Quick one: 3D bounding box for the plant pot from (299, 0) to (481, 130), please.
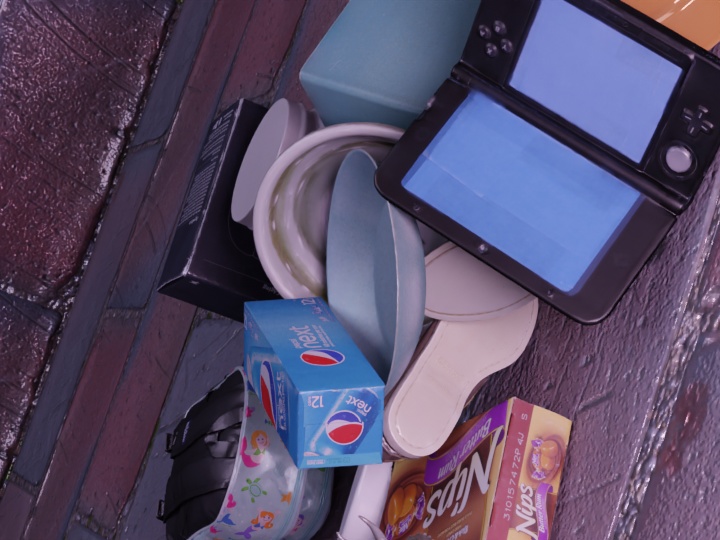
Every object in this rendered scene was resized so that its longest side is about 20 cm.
[{"bbox_3d":[0.084,-0.144,1.420,0.200,0.141,0.141,22,68,32],"label":"plant pot"}]

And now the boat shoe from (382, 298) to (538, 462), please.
[{"bbox_3d":[0.070,0.075,1.365,0.200,0.072,0.060,-51,11,-33],"label":"boat shoe"}]

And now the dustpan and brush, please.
[{"bbox_3d":[0.008,0.238,1.468,0.140,0.057,0.200,108,178,-70],"label":"dustpan and brush"}]

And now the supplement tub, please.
[{"bbox_3d":[-0.005,-0.067,1.608,0.145,0.200,0.145,-55,22,36],"label":"supplement tub"}]

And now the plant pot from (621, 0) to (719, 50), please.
[{"bbox_3d":[0.187,-0.251,1.261,0.200,0.140,0.200,-32,34,24],"label":"plant pot"}]

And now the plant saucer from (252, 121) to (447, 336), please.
[{"bbox_3d":[0.012,-0.037,1.428,0.200,0.200,0.050,-58,4,29],"label":"plant saucer"}]

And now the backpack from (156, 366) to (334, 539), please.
[{"bbox_3d":[-0.105,0.190,1.686,0.200,0.150,0.178,129,151,-61],"label":"backpack"}]

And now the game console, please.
[{"bbox_3d":[0.134,-0.096,1.198,0.116,0.200,0.176,-41,-22,-45],"label":"game console"}]

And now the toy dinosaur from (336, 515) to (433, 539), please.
[{"bbox_3d":[0.048,0.260,1.273,0.200,0.077,0.102,77,169,-53],"label":"toy dinosaur"}]

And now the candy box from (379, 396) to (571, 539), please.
[{"bbox_3d":[0.080,0.182,1.321,0.200,0.056,0.117,-38,33,59],"label":"candy box"}]

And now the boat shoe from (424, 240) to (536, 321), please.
[{"bbox_3d":[0.126,-0.024,1.315,0.200,0.075,0.062,-30,17,25],"label":"boat shoe"}]

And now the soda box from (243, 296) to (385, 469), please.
[{"bbox_3d":[-0.039,0.083,1.335,0.200,0.068,0.064,-131,40,-66],"label":"soda box"}]

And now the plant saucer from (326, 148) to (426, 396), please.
[{"bbox_3d":[0.016,0.007,1.326,0.201,0.039,0.201,179,90,-75],"label":"plant saucer"}]

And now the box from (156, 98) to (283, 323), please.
[{"bbox_3d":[-0.080,-0.043,1.798,0.124,0.200,0.197,-26,45,67],"label":"box"}]
